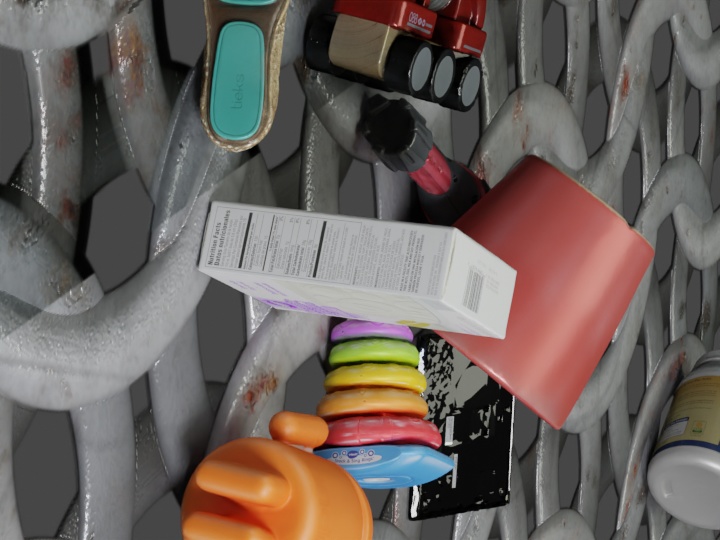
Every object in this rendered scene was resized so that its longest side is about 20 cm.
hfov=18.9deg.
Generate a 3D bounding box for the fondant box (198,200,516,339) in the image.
[{"bbox_3d":[0.000,0.000,1.616,0.144,0.199,0.059,30,70,-64],"label":"fondant box"}]

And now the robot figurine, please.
[{"bbox_3d":[-0.062,0.192,1.632,0.200,0.116,0.145,29,34,-64],"label":"robot figurine"}]

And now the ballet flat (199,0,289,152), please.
[{"bbox_3d":[-0.084,-0.185,1.573,0.065,0.070,0.201,134,-33,-86],"label":"ballet flat"}]

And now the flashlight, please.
[{"bbox_3d":[0.061,-0.084,1.899,0.200,0.067,0.068,42,61,-63],"label":"flashlight"}]

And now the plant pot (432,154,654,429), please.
[{"bbox_3d":[0.149,0.009,1.889,0.178,0.200,0.200,-52,152,0],"label":"plant pot"}]

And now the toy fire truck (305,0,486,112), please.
[{"bbox_3d":[0.035,-0.247,1.764,0.176,0.128,0.201,6,100,-66],"label":"toy fire truck"}]

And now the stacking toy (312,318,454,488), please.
[{"bbox_3d":[0.012,0.076,1.807,0.110,0.115,0.201,32,55,-67],"label":"stacking toy"}]

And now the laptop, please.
[{"bbox_3d":[0.097,0.135,2.101,0.199,0.103,0.179,-4,100,-40],"label":"laptop"}]

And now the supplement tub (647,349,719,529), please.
[{"bbox_3d":[0.458,0.213,2.764,0.145,0.144,0.201,73,33,-42],"label":"supplement tub"}]
